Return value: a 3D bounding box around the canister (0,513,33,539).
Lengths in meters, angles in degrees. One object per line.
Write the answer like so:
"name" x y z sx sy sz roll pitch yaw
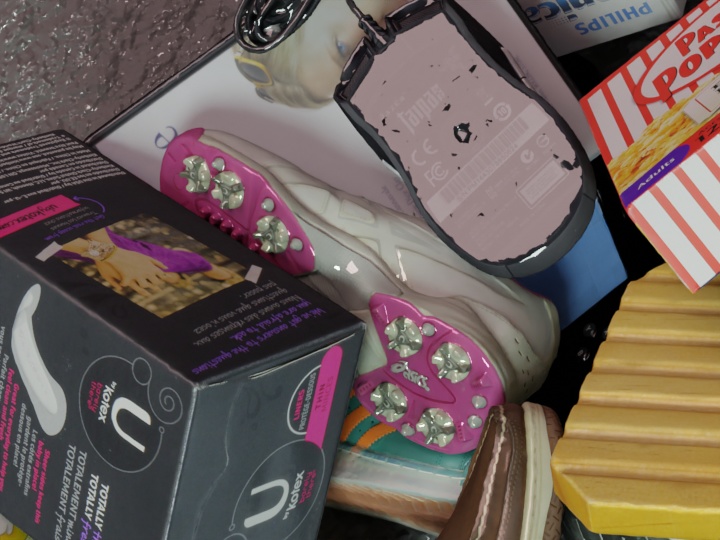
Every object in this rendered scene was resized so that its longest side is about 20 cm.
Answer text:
"canister" -0.179 0.126 1.233 0.148 0.087 0.200 -34 14 22

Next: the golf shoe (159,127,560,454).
"golf shoe" 0.000 0.000 1.162 0.200 0.091 0.075 38 131 19

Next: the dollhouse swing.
"dollhouse swing" 0.178 -0.001 0.980 0.175 0.182 0.200 15 39 13

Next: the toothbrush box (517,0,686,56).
"toothbrush box" 0.091 -0.195 1.293 0.145 0.086 0.200 -15 40 32

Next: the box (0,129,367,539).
"box" -0.111 0.040 1.138 0.200 0.106 0.123 33 123 33

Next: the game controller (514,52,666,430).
"game controller" 0.089 -0.012 1.215 0.104 0.042 0.200 -33 43 16

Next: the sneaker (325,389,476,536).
"sneaker" 0.020 0.069 1.188 0.200 0.071 0.080 11 71 46

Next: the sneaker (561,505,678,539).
"sneaker" 0.163 0.103 1.051 0.200 0.078 0.090 8 45 46

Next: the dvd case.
"dvd case" -0.007 -0.058 1.201 0.200 0.143 0.018 -36 -2 3

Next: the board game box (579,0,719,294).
"board game box" 0.168 -0.078 1.077 0.151 0.046 0.200 -39 12 9

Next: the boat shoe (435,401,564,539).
"boat shoe" 0.029 0.148 1.063 0.075 0.075 0.203 145 137 -83

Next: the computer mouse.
"computer mouse" 0.052 -0.096 1.156 0.140 0.046 0.200 -48 65 5
